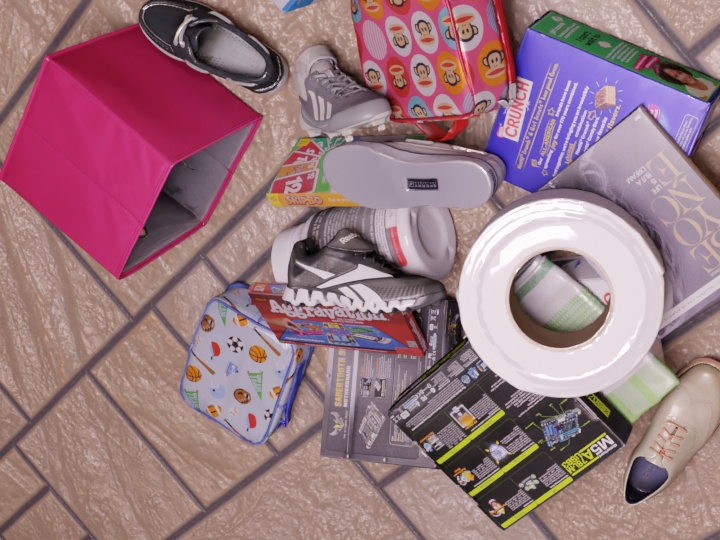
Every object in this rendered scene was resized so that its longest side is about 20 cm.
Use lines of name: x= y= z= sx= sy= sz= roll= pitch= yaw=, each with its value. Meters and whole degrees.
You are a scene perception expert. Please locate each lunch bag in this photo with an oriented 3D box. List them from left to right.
lunch bag: x=-0.147 y=0.128 z=1.617 sx=0.160 sy=0.076 sz=0.200 roll=28 pitch=122 yaw=13
lunch bag: x=0.075 y=-0.222 z=1.280 sx=0.200 sy=0.082 sz=0.177 roll=12 pitch=121 yaw=58

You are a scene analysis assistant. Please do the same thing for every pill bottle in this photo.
pill bottle: x=0.001 y=-0.026 z=1.436 sx=0.200 sy=0.114 sz=0.114 roll=-13 pitch=106 yaw=33

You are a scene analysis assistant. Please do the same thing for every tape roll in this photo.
tape roll: x=0.200 y=0.021 z=1.218 sx=0.202 sy=0.071 sz=0.203 roll=2 pitch=102 yaw=11

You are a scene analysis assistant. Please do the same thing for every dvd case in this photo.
dvd case: x=0.290 y=-0.045 z=1.229 sx=0.200 sy=0.016 sz=0.149 roll=48 pitch=120 yaw=-2

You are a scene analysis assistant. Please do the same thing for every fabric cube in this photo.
fabric cube: x=-0.278 y=-0.147 z=1.484 sx=0.199 sy=0.196 sz=0.200 roll=39 pitch=126 yaw=8

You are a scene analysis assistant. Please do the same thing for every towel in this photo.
towel: x=0.222 y=0.094 z=1.317 sx=0.200 sy=0.031 sz=0.149 roll=43 pitch=127 yaw=4

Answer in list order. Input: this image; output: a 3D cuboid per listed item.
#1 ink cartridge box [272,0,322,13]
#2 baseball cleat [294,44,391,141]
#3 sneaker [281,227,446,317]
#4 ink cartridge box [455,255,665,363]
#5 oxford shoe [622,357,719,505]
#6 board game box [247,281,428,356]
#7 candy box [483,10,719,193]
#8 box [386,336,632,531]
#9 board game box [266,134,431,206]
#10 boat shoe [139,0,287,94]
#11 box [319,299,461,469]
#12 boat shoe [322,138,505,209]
ink cartridge box: x=-0.009 y=-0.352 z=1.236 sx=0.084 sy=0.200 sz=0.146 roll=50 pitch=126 yaw=2
baseball cleat: x=-0.032 y=-0.198 z=1.355 sx=0.200 sy=0.070 sz=0.107 roll=7 pitch=114 yaw=64
sneaker: x=0.000 y=0.000 z=1.334 sx=0.200 sy=0.066 sz=0.091 roll=4 pitch=99 yaw=30
ink cartridge box: x=0.224 y=0.066 z=1.372 sx=0.200 sy=0.086 sz=0.147 roll=-6 pitch=110 yaw=29
oxford shoe: x=0.352 y=0.186 z=1.365 sx=0.071 sy=0.074 sz=0.200 roll=28 pitch=123 yaw=15
board game box: x=-0.027 y=0.057 z=1.440 sx=0.200 sy=0.019 sz=0.103 roll=3 pitch=141 yaw=29
candy box: x=0.245 y=-0.148 z=1.265 sx=0.200 sy=0.077 sz=0.169 roll=26 pitch=123 yaw=14
box: x=0.160 y=0.164 z=1.343 sx=0.193 sy=0.048 sz=0.200 roll=43 pitch=124 yaw=-2
board game box: x=-0.005 y=-0.114 z=1.403 sx=0.200 sy=0.096 sz=0.030 roll=4 pitch=140 yaw=30
boat shoe: x=-0.178 y=-0.270 z=1.434 sx=0.200 sy=0.060 sz=0.076 roll=23 pitch=94 yaw=12
box: x=0.036 y=0.133 z=1.476 sx=0.158 sy=0.048 sz=0.201 roll=0 pitch=82 yaw=29
boat shoe: x=0.059 y=-0.108 z=1.304 sx=0.200 sy=0.070 sz=0.071 roll=4 pitch=114 yaw=28
